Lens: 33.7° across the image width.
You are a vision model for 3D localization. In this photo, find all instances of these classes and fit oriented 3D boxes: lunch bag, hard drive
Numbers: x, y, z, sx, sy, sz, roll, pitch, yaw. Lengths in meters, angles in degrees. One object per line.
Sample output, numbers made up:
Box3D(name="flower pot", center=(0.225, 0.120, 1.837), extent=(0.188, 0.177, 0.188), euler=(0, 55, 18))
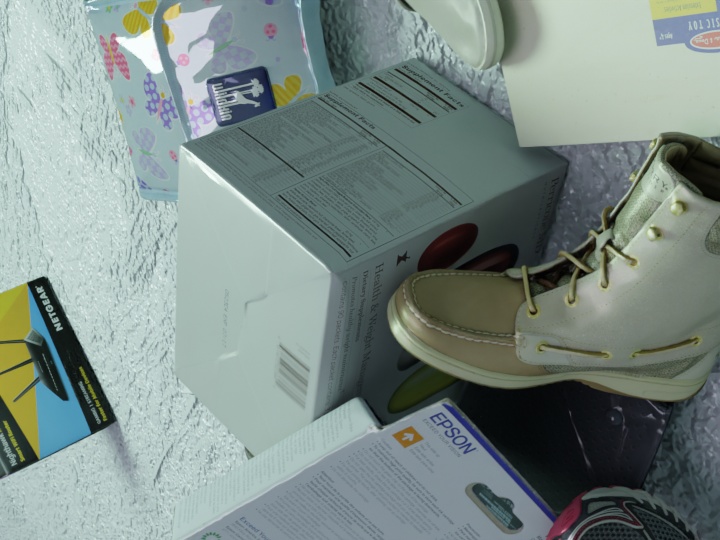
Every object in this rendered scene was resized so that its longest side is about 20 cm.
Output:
Box3D(name="lunch bag", center=(-0.099, -0.141, 0.890), extent=(0.199, 0.127, 0.171), euler=(8, 119, 43))
Box3D(name="hard drive", center=(0.121, 0.123, 0.780), extent=(0.135, 0.042, 0.201), euler=(39, 129, 27))

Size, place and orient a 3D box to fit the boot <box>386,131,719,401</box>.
Box3D(name="boot", center=(0.125, -0.005, 0.640), extent=(0.072, 0.198, 0.155), euler=(-94, 17, -44))

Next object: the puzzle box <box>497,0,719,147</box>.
Box3D(name="puzzle box", center=(0.151, -0.137, 0.648), extent=(0.199, 0.025, 0.134), euler=(5, 113, 51))

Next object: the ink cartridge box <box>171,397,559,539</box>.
Box3D(name="ink cartridge box", center=(0.020, 0.164, 0.736), extent=(0.199, 0.041, 0.200), euler=(-30, 125, 18))

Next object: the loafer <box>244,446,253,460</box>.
Box3D(name="loafer", center=(-0.017, 0.130, 0.928), extent=(0.199, 0.073, 0.072), euler=(4, 112, 43))

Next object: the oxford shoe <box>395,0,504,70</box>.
Box3D(name="oxford shoe", center=(0.022, -0.199, 0.735), extent=(0.201, 0.057, 0.075), euler=(58, 159, 18))

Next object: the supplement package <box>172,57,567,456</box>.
Box3D(name="supplement package", center=(0.000, 0.000, 0.777), extent=(0.147, 0.199, 0.192), euler=(39, 138, 31))

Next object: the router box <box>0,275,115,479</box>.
Box3D(name="router box", center=(-0.405, 0.127, 1.426), extent=(0.051, 0.149, 0.201), euler=(-32, 85, 55))

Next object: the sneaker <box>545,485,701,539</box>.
Box3D(name="sneaker", center=(0.195, 0.203, 0.698), extent=(0.200, 0.081, 0.075), euler=(40, -174, -8))

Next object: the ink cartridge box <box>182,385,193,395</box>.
Box3D(name="ink cartridge box", center=(-0.074, 0.056, 0.997), extent=(0.199, 0.050, 0.110), euler=(-4, 74, 53))
